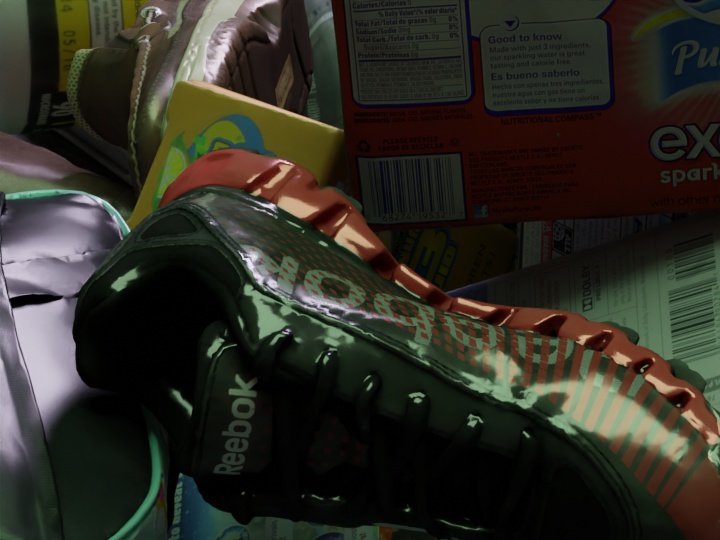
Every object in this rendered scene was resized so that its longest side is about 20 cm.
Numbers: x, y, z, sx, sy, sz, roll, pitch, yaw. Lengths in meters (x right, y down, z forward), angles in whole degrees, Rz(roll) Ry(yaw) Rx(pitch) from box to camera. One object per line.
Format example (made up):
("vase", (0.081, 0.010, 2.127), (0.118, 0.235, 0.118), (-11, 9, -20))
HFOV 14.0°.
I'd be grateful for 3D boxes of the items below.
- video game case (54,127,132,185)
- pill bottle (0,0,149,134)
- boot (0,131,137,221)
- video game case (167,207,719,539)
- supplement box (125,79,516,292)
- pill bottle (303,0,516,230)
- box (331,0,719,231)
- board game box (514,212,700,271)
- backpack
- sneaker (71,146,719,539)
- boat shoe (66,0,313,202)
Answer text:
("video game case", (-0.035, -0.079, 1.307), (0.200, 0.022, 0.182), (-15, 29, -28))
("pill bottle", (-0.067, -0.123, 1.240), (0.200, 0.115, 0.114), (-7, 26, -15))
("boot", (-0.135, -0.015, 1.042), (0.166, 0.072, 0.200), (20, 2, -23))
("video game case", (0.025, 0.066, 0.827), (0.200, 0.018, 0.143), (-17, 48, 22))
("supplement box", (0.000, 0.000, 0.963), (0.069, 0.067, 0.200), (19, -3, 31))
("pill bottle", (0.034, -0.066, 1.177), (0.200, 0.106, 0.106), (-6, 25, -14))
("box", (0.093, -0.080, 0.834), (0.200, 0.100, 0.096), (-4, 29, 4))
("board game box", (0.146, 0.031, 0.903), (0.097, 0.160, 0.200), (-17, 31, -34))
("backpack", (-0.137, 0.073, 0.809), (0.175, 0.154, 0.200), (0, 22, -14))
("sneaker", (0.008, 0.038, 0.754), (0.200, 0.071, 0.098), (28, 34, 24))
("boat shoe", (-0.066, -0.056, 1.031), (0.075, 0.075, 0.202), (-6, 15, 9))
